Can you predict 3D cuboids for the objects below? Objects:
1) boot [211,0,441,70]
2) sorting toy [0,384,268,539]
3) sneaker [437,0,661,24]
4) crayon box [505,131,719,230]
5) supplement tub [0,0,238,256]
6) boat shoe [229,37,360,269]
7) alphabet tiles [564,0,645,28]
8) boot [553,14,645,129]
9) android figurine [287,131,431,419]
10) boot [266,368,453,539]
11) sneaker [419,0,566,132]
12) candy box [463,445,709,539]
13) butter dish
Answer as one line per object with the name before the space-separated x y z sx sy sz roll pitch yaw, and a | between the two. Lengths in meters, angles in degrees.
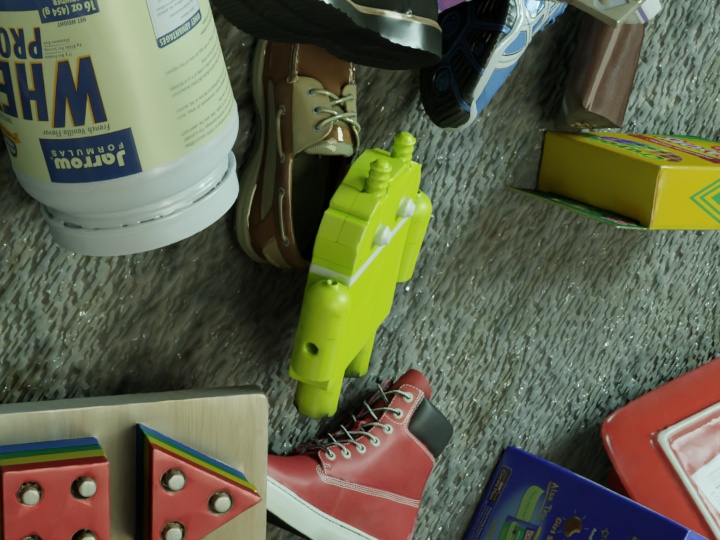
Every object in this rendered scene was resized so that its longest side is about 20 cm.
boot | -0.023 -0.215 1.571 0.200 0.077 0.138 16 71 -54
sorting toy | -0.153 0.186 1.611 0.199 0.070 0.200 -4 108 -17
sneaker | 0.102 -0.197 1.654 0.114 0.200 0.073 -51 151 -2
crayon box | 0.224 -0.067 1.834 0.200 0.127 0.051 -2 106 -39
supplement tub | -0.155 -0.125 1.493 0.145 0.145 0.200 -30 121 -28
boat shoe | -0.030 -0.095 1.652 0.076 0.074 0.200 -1 106 -39
alphabet tiles | 0.114 -0.237 1.597 0.167 0.200 0.008 -44 160 -48
boot | 0.183 -0.192 1.761 0.200 0.064 0.186 -69 163 5
android figurine | 0.000 0.000 1.677 0.182 0.041 0.200 -48 157 -57
boot | -0.018 0.122 1.746 0.200 0.072 0.144 29 82 -45
sneaker | 0.109 -0.184 1.732 0.077 0.076 0.200 30 85 -41
candy box | 0.162 0.246 1.843 0.077 0.200 0.169 26 88 -41
butter dish | 0.282 0.190 1.969 0.199 0.148 0.200 -23 77 -32
